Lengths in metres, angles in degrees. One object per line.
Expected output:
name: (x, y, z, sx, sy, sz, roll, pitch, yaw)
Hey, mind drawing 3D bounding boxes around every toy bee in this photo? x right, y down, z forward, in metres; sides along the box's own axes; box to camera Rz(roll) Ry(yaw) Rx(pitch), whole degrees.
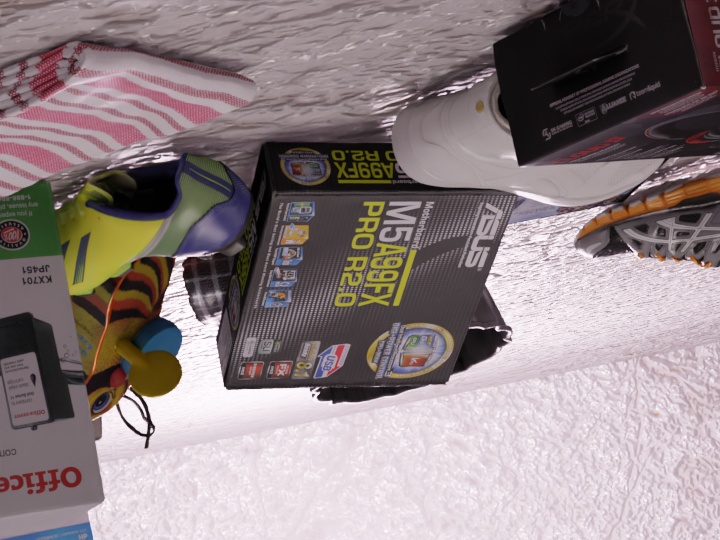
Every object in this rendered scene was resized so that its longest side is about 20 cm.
toy bee: (-0.172, 0.061, 1.377, 0.131, 0.201, 0.109, 17, -145, 39)

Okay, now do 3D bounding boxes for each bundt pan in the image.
bundt pan: (0.038, 0.057, 1.930, 0.201, 0.076, 0.202, -17, 163, -5)

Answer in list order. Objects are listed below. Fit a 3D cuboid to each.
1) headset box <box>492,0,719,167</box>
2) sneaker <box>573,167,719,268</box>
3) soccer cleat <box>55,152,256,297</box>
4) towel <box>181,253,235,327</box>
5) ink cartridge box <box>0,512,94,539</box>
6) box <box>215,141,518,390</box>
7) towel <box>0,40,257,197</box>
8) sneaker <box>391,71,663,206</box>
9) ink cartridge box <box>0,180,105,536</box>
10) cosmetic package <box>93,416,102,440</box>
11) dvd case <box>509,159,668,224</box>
headset box: (0.180, -0.111, 1.095, 0.199, 0.075, 0.148, -5, 170, -37)
sneaker: (0.265, -0.035, 1.652, 0.199, 0.078, 0.078, -15, -171, 30)
soccer cleat: (-0.155, -0.034, 1.268, 0.200, 0.065, 0.084, -13, 143, 36)
towel: (-0.038, -0.005, 1.462, 0.165, 0.086, 0.200, -11, 172, 2)
ink cartridge box: (-0.381, 0.225, 2.108, 0.146, 0.201, 0.147, -7, 171, -35)
box: (0.000, 0.000, 1.326, 0.159, 0.044, 0.200, 0, 140, -16)
towel: (-0.168, -0.070, 1.059, 0.199, 0.030, 0.146, -17, 171, 31)
sneaker: (0.132, -0.084, 1.219, 0.199, 0.074, 0.115, -4, 172, -34)
ink cartridge box: (-0.243, 0.057, 1.206, 0.146, 0.201, 0.083, -6, 170, -32)
cosmetic package: (-0.301, 0.091, 1.596, 0.199, 0.088, 0.103, -2, 179, 43)
dvd case: (0.151, -0.066, 1.540, 0.142, 0.018, 0.200, -11, 171, -8)
